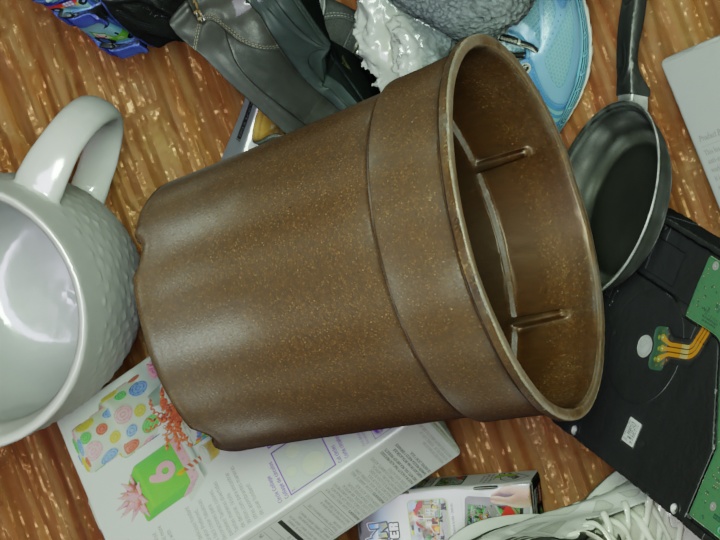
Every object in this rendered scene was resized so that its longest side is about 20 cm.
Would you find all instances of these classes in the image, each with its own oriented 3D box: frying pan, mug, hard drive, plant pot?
[{"bbox_3d":[0.141,-0.071,1.310,0.031,0.115,0.191,17,58,-24],"label":"frying pan"},{"bbox_3d":[-0.189,-0.007,1.330,0.147,0.175,0.201,26,101,8],"label":"mug"},{"bbox_3d":[0.184,0.056,1.255,0.038,0.200,0.141,14,103,-31],"label":"hard drive"},{"bbox_3d":[0.000,0.000,1.202,0.197,0.200,0.202,-14,93,22],"label":"plant pot"}]

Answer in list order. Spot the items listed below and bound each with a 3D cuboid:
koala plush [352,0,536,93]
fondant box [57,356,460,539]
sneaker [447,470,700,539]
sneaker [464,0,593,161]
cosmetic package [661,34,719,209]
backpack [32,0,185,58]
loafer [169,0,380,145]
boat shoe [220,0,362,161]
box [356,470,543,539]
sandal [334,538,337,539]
[{"bbox_3d":[0.032,-0.209,1.239,0.177,0.184,0.201,-36,94,-2],"label":"koala plush"},{"bbox_3d":[-0.062,0.096,1.324,0.199,0.058,0.145,-34,52,5],"label":"fondant box"},{"bbox_3d":[0.146,0.159,1.284,0.199,0.115,0.076,-19,96,-5],"label":"sneaker"},{"bbox_3d":[0.082,-0.086,1.301,0.078,0.090,0.202,11,99,11],"label":"sneaker"},{"bbox_3d":[0.251,-0.043,1.253,0.071,0.101,0.201,-23,92,-27],"label":"cosmetic package"},{"bbox_3d":[-0.142,-0.228,1.263,0.134,0.200,0.184,-22,73,15],"label":"backpack"},{"bbox_3d":[-0.030,-0.093,1.283,0.072,0.073,0.200,-28,119,12],"label":"loafer"},{"bbox_3d":[-0.044,-0.065,1.351,0.066,0.070,0.201,17,97,-15],"label":"boat shoe"},{"bbox_3d":[0.062,0.224,1.372,0.109,0.035,0.202,-4,96,14],"label":"box"},{"bbox_3d":[-0.049,0.162,1.346,0.079,0.057,0.203,-3,73,33],"label":"sandal"}]
